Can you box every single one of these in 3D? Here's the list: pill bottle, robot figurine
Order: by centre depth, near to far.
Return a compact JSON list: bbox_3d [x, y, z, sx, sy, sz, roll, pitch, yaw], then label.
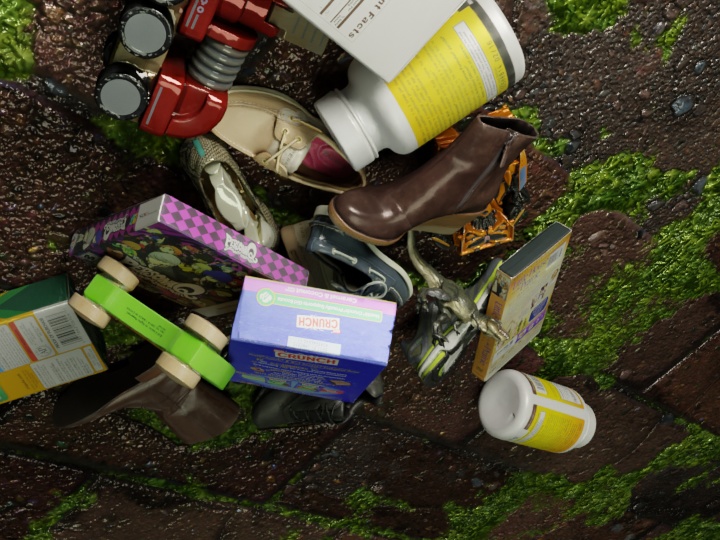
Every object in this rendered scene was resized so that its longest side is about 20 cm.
[{"bbox_3d":[0.056,-0.189,0.843,0.199,0.112,0.112,-34,135,1],"label":"pill bottle"},{"bbox_3d":[0.142,-0.097,1.014,0.144,0.058,0.201,-17,135,-3],"label":"robot figurine"},{"bbox_3d":[0.292,0.233,1.349,0.199,0.110,0.109,21,121,-35],"label":"pill bottle"}]

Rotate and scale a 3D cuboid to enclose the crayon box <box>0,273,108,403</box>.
[{"bbox_3d":[-0.412,0.090,0.965,0.198,0.052,0.126,-18,135,-7],"label":"crayon box"}]

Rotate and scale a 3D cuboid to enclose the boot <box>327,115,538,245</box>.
[{"bbox_3d":[0.076,-0.104,0.879,0.198,0.073,0.167,-2,143,-37],"label":"boot"}]

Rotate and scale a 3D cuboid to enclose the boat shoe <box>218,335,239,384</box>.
[{"bbox_3d":[-0.087,0.114,1.110,0.197,0.066,0.075,-2,132,-21],"label":"boat shoe"}]

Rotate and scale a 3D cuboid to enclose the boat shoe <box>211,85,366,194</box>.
[{"bbox_3d":[-0.072,-0.134,0.883,0.199,0.069,0.074,15,124,-33],"label":"boat shoe"}]

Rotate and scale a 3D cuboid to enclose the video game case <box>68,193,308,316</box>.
[{"bbox_3d":[-0.188,-0.008,0.914,0.180,0.036,0.199,-13,148,41],"label":"video game case"}]

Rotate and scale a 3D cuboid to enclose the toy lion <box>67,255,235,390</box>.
[{"bbox_3d":[-0.219,0.072,0.924,0.069,0.199,0.192,-55,160,-13],"label":"toy lion"}]

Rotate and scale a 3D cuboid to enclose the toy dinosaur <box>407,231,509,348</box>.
[{"bbox_3d":[0.105,0.038,1.054,0.200,0.088,0.047,47,140,-13],"label":"toy dinosaur"}]

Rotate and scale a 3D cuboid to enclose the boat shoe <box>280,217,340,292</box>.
[{"bbox_3d":[-0.058,0.022,1.041,0.064,0.072,0.202,-12,125,-5],"label":"boat shoe"}]

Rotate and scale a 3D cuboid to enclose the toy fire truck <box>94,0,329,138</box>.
[{"bbox_3d":[-0.124,-0.208,0.773,0.198,0.129,0.177,19,123,-23],"label":"toy fire truck"}]

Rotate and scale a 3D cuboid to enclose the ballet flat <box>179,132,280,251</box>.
[{"bbox_3d":[-0.137,-0.062,0.918,0.067,0.076,0.201,-29,136,-3],"label":"ballet flat"}]

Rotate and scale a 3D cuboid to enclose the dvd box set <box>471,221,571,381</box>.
[{"bbox_3d":[0.221,0.045,1.154,0.146,0.029,0.201,-35,146,-35],"label":"dvd box set"}]

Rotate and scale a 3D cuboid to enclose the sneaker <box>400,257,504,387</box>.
[{"bbox_3d":[0.127,0.059,1.145,0.200,0.081,0.074,-51,153,0],"label":"sneaker"}]

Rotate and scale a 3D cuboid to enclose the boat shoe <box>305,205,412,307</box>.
[{"bbox_3d":[0.000,0.000,0.967,0.200,0.074,0.062,49,58,-53],"label":"boat shoe"}]

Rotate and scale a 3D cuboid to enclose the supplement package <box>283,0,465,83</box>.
[{"bbox_3d":[-0.018,-0.285,0.726,0.120,0.122,0.199,-44,133,20],"label":"supplement package"}]

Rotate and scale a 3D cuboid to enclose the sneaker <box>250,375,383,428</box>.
[{"bbox_3d":[-0.060,0.181,1.169,0.198,0.091,0.076,-24,138,2],"label":"sneaker"}]

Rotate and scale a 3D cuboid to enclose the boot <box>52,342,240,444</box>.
[{"bbox_3d":[-0.280,0.194,1.116,0.185,0.065,0.200,-28,140,7],"label":"boot"}]

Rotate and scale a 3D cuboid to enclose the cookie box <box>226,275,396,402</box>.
[{"bbox_3d":[-0.064,0.084,0.949,0.169,0.076,0.200,11,159,-8],"label":"cookie box"}]
